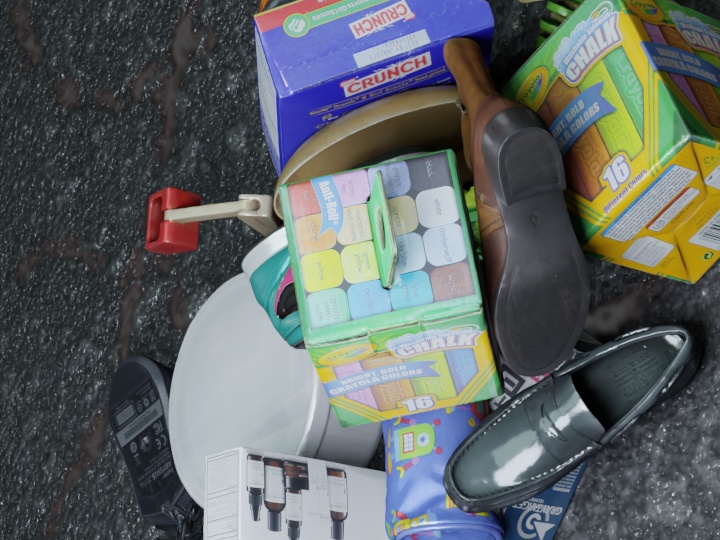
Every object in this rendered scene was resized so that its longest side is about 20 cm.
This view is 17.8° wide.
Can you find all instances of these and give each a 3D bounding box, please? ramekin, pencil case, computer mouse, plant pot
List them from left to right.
[{"bbox_3d":[-0.168,0.170,2.028,0.138,0.053,0.201,-33,66,42],"label":"computer mouse"},{"bbox_3d":[-0.063,0.107,1.877,0.202,0.094,0.203,-20,64,46],"label":"ramekin"},{"bbox_3d":[0.025,-0.089,1.741,0.200,0.200,0.028,-37,66,39],"label":"plant pot"},{"bbox_3d":[0.049,0.110,1.651,0.087,0.078,0.201,-16,61,17],"label":"pencil case"}]

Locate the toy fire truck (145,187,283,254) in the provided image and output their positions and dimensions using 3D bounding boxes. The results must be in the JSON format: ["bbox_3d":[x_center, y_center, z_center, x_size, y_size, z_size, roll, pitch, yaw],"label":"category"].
[{"bbox_3d":[-0.069,-0.041,1.890,0.200,0.141,0.049,-12,70,49],"label":"toy fire truck"}]

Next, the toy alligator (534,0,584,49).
[{"bbox_3d":[0.150,-0.161,1.726,0.059,0.054,0.201,35,107,50],"label":"toy alligator"}]

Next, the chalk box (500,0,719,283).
[{"bbox_3d":[0.192,-0.112,1.604,0.125,0.124,0.200,-48,46,31],"label":"chalk box"}]

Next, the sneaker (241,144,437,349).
[{"bbox_3d":[0.000,0.000,1.732,0.200,0.083,0.121,-37,66,35],"label":"sneaker"}]

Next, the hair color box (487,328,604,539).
[{"bbox_3d":[0.110,0.131,1.683,0.100,0.060,0.200,38,109,50],"label":"hair color box"}]

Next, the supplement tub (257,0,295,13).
[{"bbox_3d":[-0.024,-0.171,1.903,0.107,0.107,0.201,-36,53,39],"label":"supplement tub"}]

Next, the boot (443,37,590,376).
[{"bbox_3d":[0.092,-0.045,1.584,0.200,0.068,0.189,-120,14,-66],"label":"boot"}]

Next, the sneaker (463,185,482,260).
[{"bbox_3d":[0.107,-0.028,1.717,0.200,0.074,0.084,-32,82,58],"label":"sneaker"}]

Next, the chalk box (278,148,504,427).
[{"bbox_3d":[0.019,0.006,1.548,0.123,0.200,0.125,-12,63,5],"label":"chalk box"}]

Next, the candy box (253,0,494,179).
[{"bbox_3d":[0.009,-0.145,1.731,0.200,0.169,0.077,93,157,-71],"label":"candy box"}]

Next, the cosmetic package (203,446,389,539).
[{"bbox_3d":[-0.023,0.187,1.718,0.051,0.200,0.083,-17,67,48],"label":"cosmetic package"}]

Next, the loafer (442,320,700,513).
[{"bbox_3d":[0.142,0.096,1.570,0.200,0.070,0.068,-32,74,-4],"label":"loafer"}]

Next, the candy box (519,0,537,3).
[{"bbox_3d":[0.178,-0.242,1.621,0.199,0.115,0.056,-6,76,29],"label":"candy box"}]
